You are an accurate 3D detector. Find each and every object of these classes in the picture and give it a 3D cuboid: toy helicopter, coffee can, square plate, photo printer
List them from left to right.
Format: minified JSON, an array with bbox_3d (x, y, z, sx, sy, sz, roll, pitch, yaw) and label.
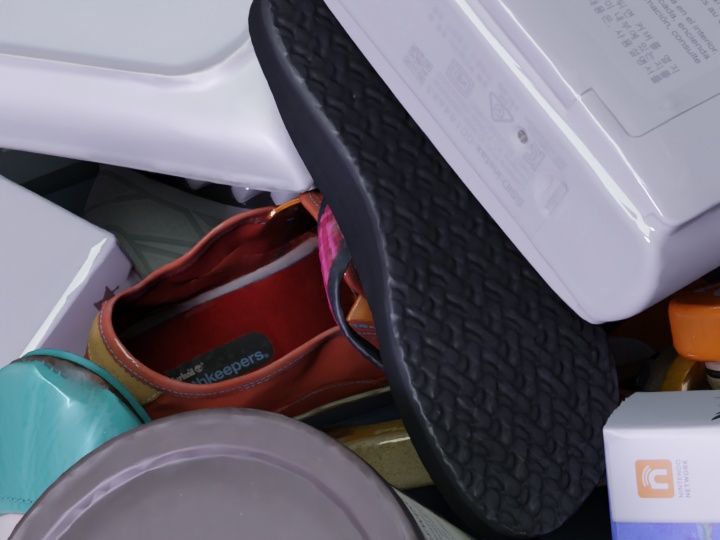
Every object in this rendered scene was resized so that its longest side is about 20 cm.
[{"bbox_3d":[-0.084,-0.132,0.831,0.199,0.028,0.199,9,71,20],"label":"square plate"},{"bbox_3d":[-0.004,0.140,0.727,0.146,0.200,0.147,-10,65,23],"label":"coffee can"},{"bbox_3d":[0.061,0.047,0.806,0.199,0.132,0.079,-11,100,6],"label":"toy helicopter"},{"bbox_3d":[0.102,-0.090,0.772,0.200,0.069,0.167,-28,73,-34],"label":"photo printer"}]

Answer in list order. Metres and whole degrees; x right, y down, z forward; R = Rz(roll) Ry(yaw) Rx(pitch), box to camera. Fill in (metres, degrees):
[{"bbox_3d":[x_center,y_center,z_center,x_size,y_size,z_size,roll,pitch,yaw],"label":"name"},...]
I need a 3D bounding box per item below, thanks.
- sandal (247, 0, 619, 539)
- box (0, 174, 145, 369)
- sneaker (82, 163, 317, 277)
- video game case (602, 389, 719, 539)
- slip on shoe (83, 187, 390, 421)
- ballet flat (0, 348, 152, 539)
[{"bbox_3d":[0.018,-0.005,0.751,0.075,0.045,0.200,-7,62,-34],"label":"sandal"},{"bbox_3d":[-0.158,0.026,0.883,0.200,0.152,0.106,27,75,31],"label":"box"},{"bbox_3d":[-0.024,0.000,0.899,0.200,0.075,0.081,20,82,35],"label":"sneaker"},{"bbox_3d":[0.168,0.133,0.700,0.181,0.045,0.201,-3,100,22],"label":"video game case"},{"bbox_3d":[0.000,0.000,0.794,0.200,0.061,0.074,-25,64,-16],"label":"slip on shoe"},{"bbox_3d":[-0.082,0.107,0.783,0.067,0.200,0.070,15,57,21],"label":"ballet flat"}]
